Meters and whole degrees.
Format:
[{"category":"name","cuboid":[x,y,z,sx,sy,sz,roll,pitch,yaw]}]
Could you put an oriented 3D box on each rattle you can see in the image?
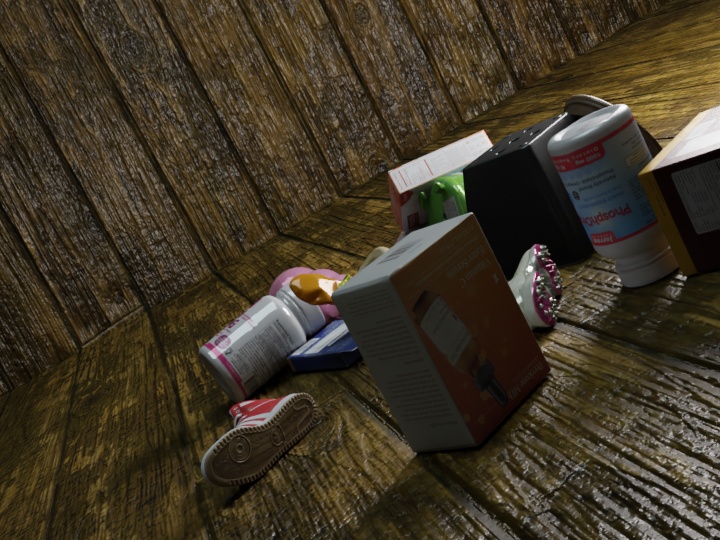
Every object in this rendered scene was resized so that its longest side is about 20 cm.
[{"category":"rattle","cuboid":[0.000,0.000,1.591,0.131,0.142,0.200,-60,11,-20]}]

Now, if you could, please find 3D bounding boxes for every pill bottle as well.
[{"category":"pill bottle","cuboid":[-0.161,0.115,1.771,0.199,0.114,0.113,-39,13,-18]},{"category":"pill bottle","cuboid":[0.313,-0.087,1.282,0.107,0.202,0.109,-27,10,5]}]

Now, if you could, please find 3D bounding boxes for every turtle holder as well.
[{"category":"turtle holder","cuboid":[0.187,-0.094,1.897,0.130,0.142,0.187,-17,-34,-20]}]

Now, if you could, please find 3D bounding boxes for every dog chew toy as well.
[{"category":"dog chew toy","cuboid":[-0.074,0.053,1.894,0.198,0.126,0.124,-7,22,43]}]

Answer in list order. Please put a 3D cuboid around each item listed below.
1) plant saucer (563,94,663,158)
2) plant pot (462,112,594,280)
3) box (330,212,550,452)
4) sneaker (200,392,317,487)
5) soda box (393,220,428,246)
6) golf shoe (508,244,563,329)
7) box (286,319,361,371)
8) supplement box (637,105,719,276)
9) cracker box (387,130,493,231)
[{"category":"plant saucer","cuboid":[0.384,-0.187,1.608,0.030,0.200,0.200,-50,14,-7]},{"category":"plant pot","cuboid":[0.271,-0.119,1.606,0.198,0.180,0.199,-16,16,48]},{"category":"box","cuboid":[0.089,0.068,1.149,0.152,0.202,0.106,-37,12,-38]},{"category":"sneaker","cuboid":[-0.157,0.227,1.410,0.111,0.072,0.199,-13,11,44]},{"category":"soda box","cuboid":[0.111,-0.047,2.002,0.068,0.064,0.200,-25,12,18]},{"category":"golf shoe","cuboid":[0.211,0.026,1.383,0.091,0.076,0.200,-28,9,23]},{"category":"box","cuboid":[-0.021,0.113,1.686,0.121,0.033,0.199,-36,12,-32]},{"category":"supplement box","cuboid":[0.462,-0.116,1.206,0.198,0.134,0.197,-17,15,47]},{"category":"cracker box","cuboid":[0.151,-0.163,1.963,0.197,0.058,0.135,-24,-28,-7]}]
